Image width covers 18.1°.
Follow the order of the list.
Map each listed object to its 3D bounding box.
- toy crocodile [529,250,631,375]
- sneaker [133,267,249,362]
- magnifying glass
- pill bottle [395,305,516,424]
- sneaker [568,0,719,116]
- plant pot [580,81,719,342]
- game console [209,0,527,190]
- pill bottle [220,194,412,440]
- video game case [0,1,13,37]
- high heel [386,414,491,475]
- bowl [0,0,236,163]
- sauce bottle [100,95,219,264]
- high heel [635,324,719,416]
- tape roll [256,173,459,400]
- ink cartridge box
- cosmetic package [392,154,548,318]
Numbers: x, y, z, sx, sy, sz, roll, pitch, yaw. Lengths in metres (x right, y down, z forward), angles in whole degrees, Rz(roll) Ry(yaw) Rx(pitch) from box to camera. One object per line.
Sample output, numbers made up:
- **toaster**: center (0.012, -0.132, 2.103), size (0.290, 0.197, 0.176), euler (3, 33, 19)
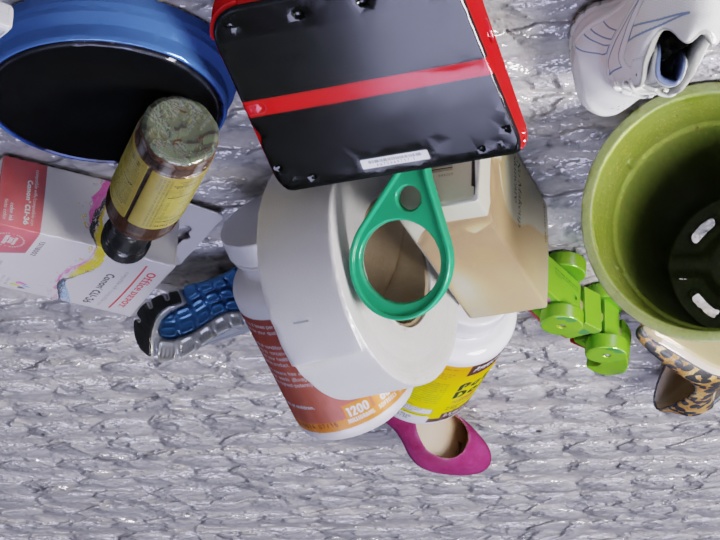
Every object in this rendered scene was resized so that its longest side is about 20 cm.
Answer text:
- **toy crocodile**: center (0.188, 0.036, 2.001), size (0.062, 0.068, 0.200), euler (-14, 150, 31)
- **sneaker**: center (-0.101, 0.023, 2.015), size (0.199, 0.075, 0.087), euler (-15, -177, 17)
- **magnifying glass**: center (0.039, -0.062, 1.683), size (0.079, 0.201, 0.022), euler (10, -171, 17)
- **pill bottle**: center (0.073, 0.053, 1.996), size (0.109, 0.110, 0.200), euler (7, 154, -10)
- **sneaker**: center (0.198, -0.156, 1.587), size (0.074, 0.087, 0.200), euler (6, 155, -12)
- **plant pot**: center (0.288, -0.025, 1.770), size (0.199, 0.201, 0.190), euler (-6, 166, 15)
- **game console**: center (0.004, -0.143, 1.619), size (0.199, 0.031, 0.177), euler (-8, 130, 21)
- **pill bottle**: center (-0.039, 0.035, 1.896), size (0.112, 0.112, 0.200), euler (-11, 121, 25)
- **video game case**: center (-0.371, -0.171, 1.565), size (0.200, 0.023, 0.182), euler (17, 152, -34)
- **high heel**: center (0.079, 0.150, 2.246), size (0.200, 0.068, 0.096), euler (36, 150, -30)
- **bowl**: center (-0.192, -0.140, 1.699), size (0.200, 0.040, 0.201), euler (1, 154, 1)
- **sauce bottle**: center (-0.162, -0.064, 1.736), size (0.064, 0.065, 0.200), euler (10, 154, -16)
- **high heel**: center (0.284, 0.095, 2.105), size (0.200, 0.072, 0.142), euler (14, 146, -43)
- **tape roll**: center (0.000, 0.000, 1.788), size (0.071, 0.203, 0.202), euler (-13, 151, 29)
- **ink cartridge box**: center (-0.228, -0.023, 1.908), size (0.199, 0.068, 0.116), euler (13, 152, -22)
- **cosmetic package**: center (0.090, -0.050, 1.792), size (0.071, 0.106, 0.200), euler (-7, 154, 18)
